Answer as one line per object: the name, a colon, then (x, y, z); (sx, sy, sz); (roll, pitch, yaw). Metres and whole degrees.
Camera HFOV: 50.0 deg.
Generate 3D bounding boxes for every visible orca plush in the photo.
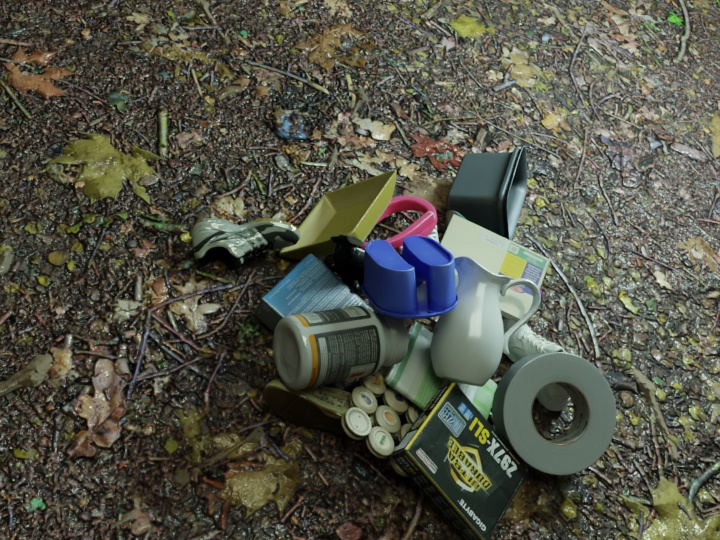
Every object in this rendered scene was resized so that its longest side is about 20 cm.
orca plush: (0.000, 0.000, 1.378); (0.104, 0.200, 0.072); (-10, 69, -5)

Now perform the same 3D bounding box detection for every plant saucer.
plant saucer: (-0.033, -0.092, 1.454); (0.049, 0.199, 0.201); (55, 46, -22)

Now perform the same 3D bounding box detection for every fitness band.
fitness band: (0.061, -0.087, 1.507); (0.143, 0.038, 0.199); (19, 45, 40)

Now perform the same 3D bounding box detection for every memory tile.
memory tile: (0.053, 0.229, 1.271); (0.153, 0.017, 0.201); (39, 37, -7)

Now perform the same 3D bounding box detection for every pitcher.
pitcher: (0.212, 0.095, 1.309); (0.170, 0.121, 0.202); (14, 81, -3)

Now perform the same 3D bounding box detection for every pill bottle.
pill bottle: (-0.030, 0.118, 1.233); (0.198, 0.117, 0.117); (-6, 55, -31)

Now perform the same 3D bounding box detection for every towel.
towel: (0.141, 0.199, 1.337); (0.199, 0.031, 0.150); (39, 47, -8)

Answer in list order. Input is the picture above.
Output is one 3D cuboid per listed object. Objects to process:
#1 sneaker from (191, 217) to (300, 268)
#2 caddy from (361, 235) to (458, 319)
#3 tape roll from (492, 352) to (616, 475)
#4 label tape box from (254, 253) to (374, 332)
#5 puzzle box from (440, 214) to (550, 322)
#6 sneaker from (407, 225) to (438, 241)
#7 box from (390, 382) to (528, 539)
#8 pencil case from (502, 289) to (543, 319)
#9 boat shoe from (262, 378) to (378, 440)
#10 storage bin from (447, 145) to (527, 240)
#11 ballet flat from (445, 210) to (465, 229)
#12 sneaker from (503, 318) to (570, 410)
sneaker: (-0.208, -0.042, 1.407); (0.197, 0.076, 0.089); (-2, 60, -7)
caddy: (0.079, 0.019, 1.264); (0.140, 0.106, 0.200); (-8, 21, -13)
tape roll: (0.328, 0.240, 1.310); (0.198, 0.066, 0.203); (1, 83, -7)
label tape box: (-0.065, 0.088, 1.354); (0.200, 0.066, 0.143); (42, 52, 4)
puzzle box: (0.231, -0.001, 1.394); (0.198, 0.025, 0.134); (26, 69, 3)
sneaker: (0.130, -0.031, 1.506); (0.074, 0.082, 0.201); (-20, 30, 7)
box: (0.162, 0.308, 1.234); (0.200, 0.049, 0.160); (50, 49, -5)
pencil case: (0.237, 0.062, 1.432); (0.198, 0.089, 0.089); (-18, 59, -10)
boat shoe: (-0.064, 0.217, 1.258); (0.198, 0.073, 0.063); (24, 42, -14)
storage bin: (0.269, -0.161, 1.630); (0.133, 0.147, 0.201); (7, 46, 22)
ballet flat: (0.214, -0.037, 1.523); (0.063, 0.068, 0.201); (-27, 64, -20)
sneaker: (0.334, 0.151, 1.420); (0.077, 0.100, 0.201); (-20, 62, -30)
